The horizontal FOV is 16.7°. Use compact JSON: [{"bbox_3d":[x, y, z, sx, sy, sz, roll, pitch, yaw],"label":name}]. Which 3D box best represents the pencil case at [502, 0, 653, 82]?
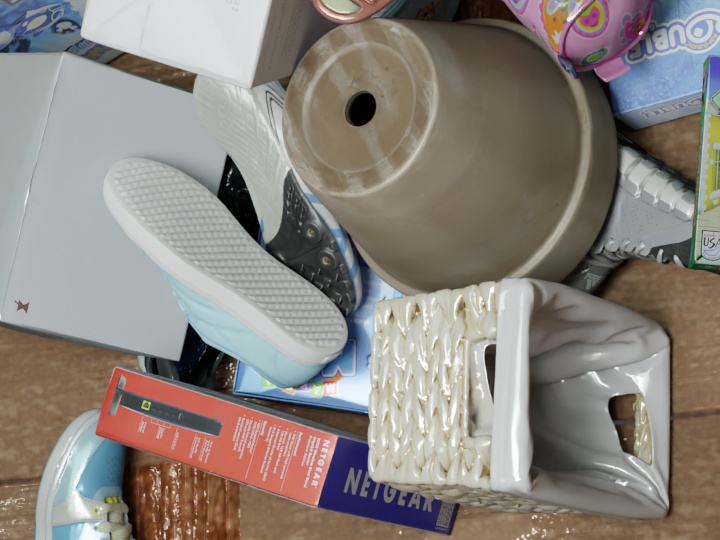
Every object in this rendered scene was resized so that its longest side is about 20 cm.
[{"bbox_3d":[0.110,-0.210,1.622,0.088,0.087,0.200,-49,56,11],"label":"pencil case"}]

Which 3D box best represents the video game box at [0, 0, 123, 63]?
[{"bbox_3d":[-0.221,-0.211,1.825,0.199,0.182,0.047,-28,66,21],"label":"video game box"}]

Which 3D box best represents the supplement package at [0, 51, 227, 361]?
[{"bbox_3d":[-0.214,-0.048,1.769,0.200,0.147,0.192,8,84,58],"label":"supplement package"}]

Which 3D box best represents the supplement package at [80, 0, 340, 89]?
[{"bbox_3d":[-0.079,-0.199,1.578,0.119,0.200,0.122,17,104,14],"label":"supplement package"}]

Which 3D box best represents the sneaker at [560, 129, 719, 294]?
[{"bbox_3d":[0.186,-0.012,1.635,0.200,0.075,0.116,40,104,39],"label":"sneaker"}]

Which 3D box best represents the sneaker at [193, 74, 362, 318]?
[{"bbox_3d":[-0.045,-0.062,1.695,0.072,0.072,0.201,-26,90,44],"label":"sneaker"}]

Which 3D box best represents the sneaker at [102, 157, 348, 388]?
[{"bbox_3d":[-0.106,0.011,1.677,0.200,0.074,0.082,42,131,1],"label":"sneaker"}]

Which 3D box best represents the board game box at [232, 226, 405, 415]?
[{"bbox_3d":[0.000,0.000,1.728,0.150,0.037,0.201,8,82,15],"label":"board game box"}]

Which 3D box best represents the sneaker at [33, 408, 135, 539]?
[{"bbox_3d":[-0.172,0.209,1.775,0.130,0.079,0.201,15,97,32],"label":"sneaker"}]

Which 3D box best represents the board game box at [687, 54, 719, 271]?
[{"bbox_3d":[0.311,-0.059,1.544,0.199,0.029,0.135,5,82,1],"label":"board game box"}]

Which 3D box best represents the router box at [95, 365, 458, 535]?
[{"bbox_3d":[-0.050,0.122,1.654,0.179,0.200,0.049,15,87,30],"label":"router box"}]

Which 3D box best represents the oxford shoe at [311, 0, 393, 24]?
[{"bbox_3d":[0.037,-0.226,1.567,0.071,0.074,0.200,37,72,8],"label":"oxford shoe"}]

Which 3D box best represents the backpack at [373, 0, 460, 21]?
[{"bbox_3d":[-0.025,-0.240,1.747,0.175,0.153,0.201,-20,78,18],"label":"backpack"}]

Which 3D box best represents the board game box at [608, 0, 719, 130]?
[{"bbox_3d":[0.252,-0.217,1.650,0.199,0.043,0.200,-15,73,25],"label":"board game box"}]

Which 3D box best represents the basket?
[{"bbox_3d":[0.103,0.088,1.584,0.123,0.200,0.136,-5,77,34],"label":"basket"}]

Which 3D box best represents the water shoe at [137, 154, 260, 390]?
[{"bbox_3d":[-0.095,0.001,1.768,0.079,0.071,0.201,38,110,59],"label":"water shoe"}]

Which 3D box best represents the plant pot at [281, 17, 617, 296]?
[{"bbox_3d":[0.042,-0.083,1.597,0.199,0.173,0.201,-8,75,31],"label":"plant pot"}]
